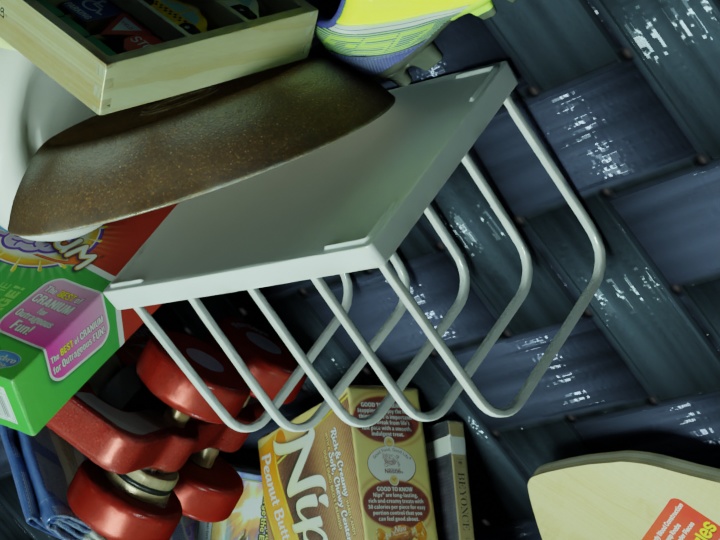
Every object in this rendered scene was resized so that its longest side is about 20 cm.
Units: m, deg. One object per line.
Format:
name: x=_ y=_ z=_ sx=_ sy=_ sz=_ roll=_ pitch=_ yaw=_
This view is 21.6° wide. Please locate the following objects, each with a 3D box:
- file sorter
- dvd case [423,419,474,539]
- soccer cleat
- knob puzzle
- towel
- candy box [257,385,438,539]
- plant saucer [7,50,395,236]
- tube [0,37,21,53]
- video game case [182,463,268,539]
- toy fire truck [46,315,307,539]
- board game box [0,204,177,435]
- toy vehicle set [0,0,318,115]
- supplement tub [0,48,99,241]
file sorter: x=0.000 y=0.000 z=0.964 sx=0.200 sy=0.139 sz=0.125 roll=-9 pitch=125 yaw=46
dvd case: x=0.024 y=0.204 z=1.136 sx=0.016 sy=0.200 sz=0.149 roll=7 pitch=159 yaw=-33
soccer cleat: x=0.031 y=-0.149 z=0.838 sx=0.084 sy=0.065 sz=0.200 roll=33 pitch=147 yaw=-12
knob puzzle: x=0.185 y=0.163 z=1.053 sx=0.219 sy=0.030 sz=0.220 roll=24 pitch=141 yaw=21
towel: x=-0.163 y=0.126 z=1.169 sx=0.200 sy=0.024 sz=0.147 roll=46 pitch=-164 yaw=-56
candy box: x=-0.004 y=0.179 z=1.113 sx=0.055 sy=0.200 sz=0.115 roll=6 pitch=157 yaw=-31
plant saucer: x=-0.083 y=-0.068 z=0.924 sx=0.200 sy=0.200 sz=0.037 roll=-6 pitch=108 yaw=44
tube: x=-0.204 y=-0.146 z=0.941 sx=0.200 sy=0.058 sz=0.052 roll=25 pitch=166 yaw=33
video game case: x=-0.117 y=0.226 z=1.270 sx=0.181 sy=0.045 sz=0.200 roll=5 pitch=87 yaw=39
toy fire truck: x=-0.141 y=0.067 z=1.117 sx=0.168 sy=0.200 sz=0.112 roll=33 pitch=104 yaw=17
board game box: x=-0.183 y=-0.003 z=1.065 sx=0.153 sy=0.200 sz=0.040 roll=14 pitch=135 yaw=30
toy vehicle set: x=-0.133 y=-0.145 z=0.899 sx=0.200 sy=0.124 sz=0.027 roll=37 pitch=131 yaw=31
supplement tub: x=-0.225 y=-0.105 z=1.046 sx=0.200 sy=0.145 sz=0.145 roll=15 pitch=136 yaw=29
